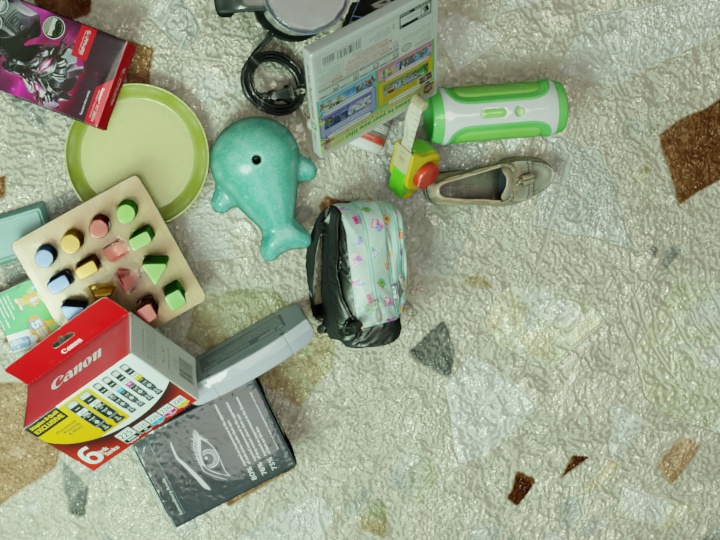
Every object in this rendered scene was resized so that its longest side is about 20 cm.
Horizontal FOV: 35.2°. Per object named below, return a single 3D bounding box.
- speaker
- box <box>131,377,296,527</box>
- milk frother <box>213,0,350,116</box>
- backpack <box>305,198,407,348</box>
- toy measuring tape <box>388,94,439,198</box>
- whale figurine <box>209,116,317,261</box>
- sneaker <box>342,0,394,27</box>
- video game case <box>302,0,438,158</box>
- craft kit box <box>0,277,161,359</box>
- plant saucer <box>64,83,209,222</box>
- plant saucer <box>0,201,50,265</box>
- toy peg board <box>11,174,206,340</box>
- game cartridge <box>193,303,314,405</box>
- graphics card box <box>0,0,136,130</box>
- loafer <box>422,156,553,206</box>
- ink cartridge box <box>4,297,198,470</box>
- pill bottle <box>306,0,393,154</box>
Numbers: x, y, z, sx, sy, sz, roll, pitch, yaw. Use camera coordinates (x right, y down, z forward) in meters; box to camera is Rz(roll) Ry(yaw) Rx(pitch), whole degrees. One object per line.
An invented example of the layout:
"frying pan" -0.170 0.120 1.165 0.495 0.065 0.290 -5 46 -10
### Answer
"speaker" 0.194 -0.229 1.639 0.198 0.088 0.089 -6 99 -9
"box" -0.212 0.248 1.632 0.199 0.104 0.149 -25 102 -4
"milk frother" -0.093 -0.319 1.527 0.179 0.188 0.201 -25 101 -4
"backpack" 0.000 0.000 1.618 0.126 0.167 0.202 -6 96 -24
"toy measuring tape" 0.084 -0.177 1.602 0.073 0.074 0.201 1 141 -9
"whale figurine" -0.133 -0.116 1.586 0.158 0.104 0.202 -19 92 -6
"sneaker" -0.001 -0.307 1.498 0.200 0.070 0.078 -41 88 -2
"video game case" 0.018 -0.257 1.467 0.199 0.022 0.183 -32 147 -20
"craft kit box" -0.394 0.085 1.612 0.196 0.049 0.201 -26 101 -8
"plant saucer" -0.313 -0.161 1.595 0.198 0.031 0.202 -1 99 -9
"plant saucer" -0.529 -0.034 1.584 0.198 0.019 0.070 -17 100 -6
"toy peg board" -0.341 0.006 1.539 0.198 0.098 0.201 -29 101 -5
"game cartridge" -0.160 0.119 1.608 0.199 0.133 0.041 -30 102 -3
"graphics card box" -0.419 -0.283 1.532 0.199 0.051 0.126 22 93 0
"loafer" 0.194 -0.125 1.666 0.198 0.063 0.073 -8 100 -8
"ink cartridge box" -0.350 0.154 1.521 0.199 0.084 0.175 -35 129 18
"pill bottle" 0.009 -0.274 1.587 0.115 0.116 0.201 20 95 -11
